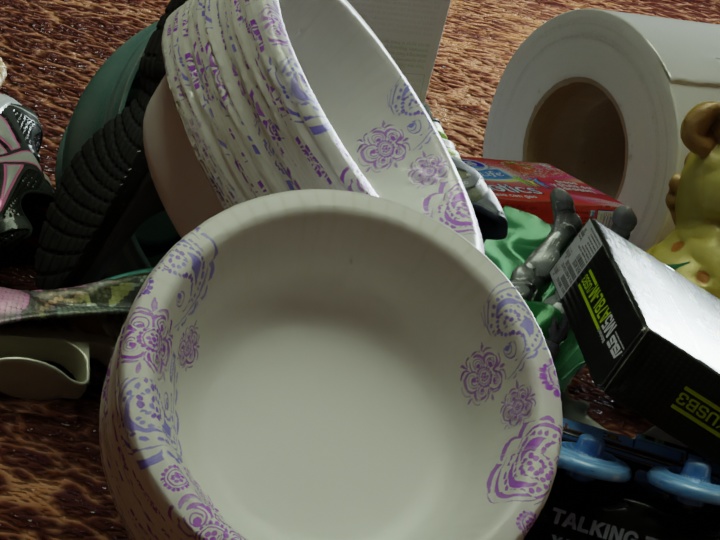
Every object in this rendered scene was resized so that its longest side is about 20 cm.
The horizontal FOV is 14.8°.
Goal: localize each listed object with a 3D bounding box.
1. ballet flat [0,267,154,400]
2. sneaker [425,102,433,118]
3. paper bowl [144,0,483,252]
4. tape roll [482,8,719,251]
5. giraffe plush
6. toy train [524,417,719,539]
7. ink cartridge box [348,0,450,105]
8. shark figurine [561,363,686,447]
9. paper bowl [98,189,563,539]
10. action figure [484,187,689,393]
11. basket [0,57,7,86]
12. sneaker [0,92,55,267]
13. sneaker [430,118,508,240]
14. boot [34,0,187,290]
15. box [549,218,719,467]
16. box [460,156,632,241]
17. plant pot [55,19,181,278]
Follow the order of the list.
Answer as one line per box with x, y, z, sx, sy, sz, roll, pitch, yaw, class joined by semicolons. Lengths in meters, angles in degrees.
-0.149;0.041;1.449;0.200;0.069;0.071;-1;39;-35;ballet flat
0.001;-0.070;1.878;0.075;0.115;0.200;11;15;-15;sneaker
-0.032;-0.052;1.399;0.201;0.104;0.201;50;19;-24;paper bowl
0.199;-0.076;1.924;0.139;0.203;0.203;2;19;-37;tape roll
0.231;-0.007;1.683;0.200;0.162;0.173;26;-2;15;giraffe plush
0.105;0.115;1.368;0.200;0.087;0.114;16;7;5;toy train
-0.023;-0.123;1.592;0.145;0.200;0.048;2;19;-38;ink cartridge box
0.116;0.055;1.587;0.128;0.090;0.214;7;14;-21;shark figurine
-0.017;0.073;1.241;0.200;0.201;0.104;12;-29;-9;paper bowl
0.085;0.038;1.523;0.118;0.055;0.200;14;51;28;action figure
-0.322;-0.163;1.784;0.149;0.143;0.200;-9;13;6;basket
-0.220;-0.043;1.686;0.086;0.080;0.200;26;23;-1;sneaker
0.000;0.000;1.510;0.081;0.074;0.200;38;67;22;sneaker
-0.080;-0.049;1.512;0.132;0.200;0.070;31;5;-32;boot
0.196;0.063;1.414;0.193;0.048;0.200;34;12;-13;box
0.061;-0.015;1.760;0.200;0.100;0.095;2;19;-38;box
-0.097;-0.058;1.641;0.200;0.201;0.134;3;-5;-37;plant pot
